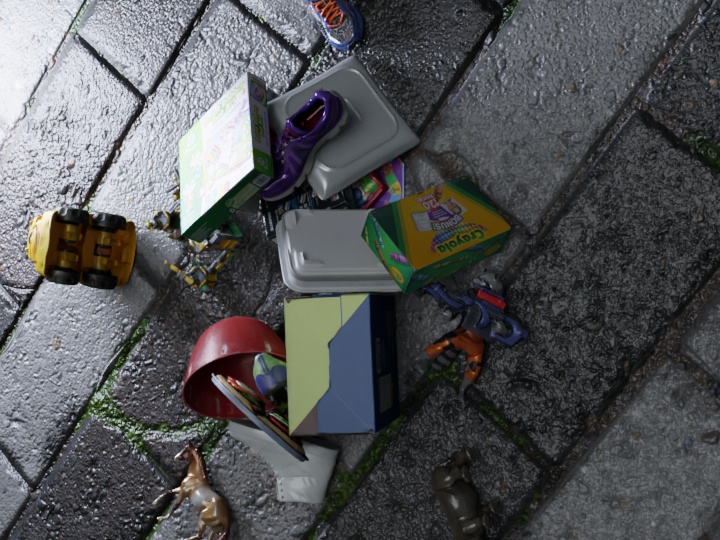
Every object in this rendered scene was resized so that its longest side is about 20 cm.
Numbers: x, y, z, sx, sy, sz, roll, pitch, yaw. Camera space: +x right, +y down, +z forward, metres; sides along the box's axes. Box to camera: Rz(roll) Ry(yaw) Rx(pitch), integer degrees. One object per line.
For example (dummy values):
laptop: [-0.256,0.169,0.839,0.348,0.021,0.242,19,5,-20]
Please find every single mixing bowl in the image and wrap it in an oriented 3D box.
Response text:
mixing bowl: [-0.203,0.149,1.464,0.198,0.199,0.110,-31,51,19]

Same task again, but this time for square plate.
square plate: [-0.033,-0.240,1.419,0.198,0.029,0.200,-31,74,-16]

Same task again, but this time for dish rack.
dish rack: [-0.026,-0.040,1.336,0.195,0.044,0.174,-1,44,-13]

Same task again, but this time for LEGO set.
LEGO set: [-0.303,-0.070,1.539,0.153,0.115,0.203,-35,75,19]

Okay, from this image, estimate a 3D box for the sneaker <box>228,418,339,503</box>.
sneaker: [-0.141,0.325,1.467,0.196,0.074,0.118,15,93,14]

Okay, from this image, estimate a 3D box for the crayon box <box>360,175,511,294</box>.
crayon box: [0.113,-0.056,1.308,0.119,0.197,0.059,52,145,24]

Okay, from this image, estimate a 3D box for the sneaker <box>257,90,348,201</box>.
sneaker: [-0.105,-0.199,1.346,0.081,0.083,0.201,43,104,19]

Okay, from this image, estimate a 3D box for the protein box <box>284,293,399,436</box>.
protein box: [-0.023,0.139,1.351,0.132,0.200,0.204,-3,87,12]

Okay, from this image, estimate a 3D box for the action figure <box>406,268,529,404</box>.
action figure: [0.146,0.078,1.345,0.198,0.105,0.195,34,97,-3]

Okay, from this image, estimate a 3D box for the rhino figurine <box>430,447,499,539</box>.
rhino figurine: [0.168,0.381,1.341,0.087,0.059,0.204,-31,76,40]

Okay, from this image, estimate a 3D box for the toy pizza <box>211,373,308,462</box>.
toy pizza: [-0.149,0.219,1.349,0.199,0.201,0.032,39,81,21]

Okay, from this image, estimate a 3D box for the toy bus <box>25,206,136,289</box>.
toy bus: [-0.542,-0.052,1.609,0.189,0.199,0.139,12,92,31]

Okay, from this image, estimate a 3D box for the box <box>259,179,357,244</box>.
box: [-0.098,-0.163,1.465,0.157,0.046,0.204,-23,64,22]

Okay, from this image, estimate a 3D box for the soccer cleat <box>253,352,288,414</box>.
soccer cleat: [-0.125,0.174,1.387,0.064,0.200,0.085,-29,73,-3]

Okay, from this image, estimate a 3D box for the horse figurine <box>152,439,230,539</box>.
horse figurine: [-0.286,0.419,1.543,0.132,0.050,0.200,-44,63,-1]

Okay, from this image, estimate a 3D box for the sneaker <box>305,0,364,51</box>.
sneaker: [-0.064,-0.453,1.470,0.075,0.078,0.202,-37,74,19]

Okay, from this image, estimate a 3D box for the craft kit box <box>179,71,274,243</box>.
craft kit box: [-0.217,-0.179,1.396,0.199,0.048,0.201,-36,46,34]

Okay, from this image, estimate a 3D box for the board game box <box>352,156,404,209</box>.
board game box: [-0.006,-0.114,1.450,0.155,0.039,0.205,0,88,24]

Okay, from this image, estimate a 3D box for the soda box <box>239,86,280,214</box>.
soda box: [-0.188,-0.202,1.466,0.067,0.063,0.204,10,81,34]
